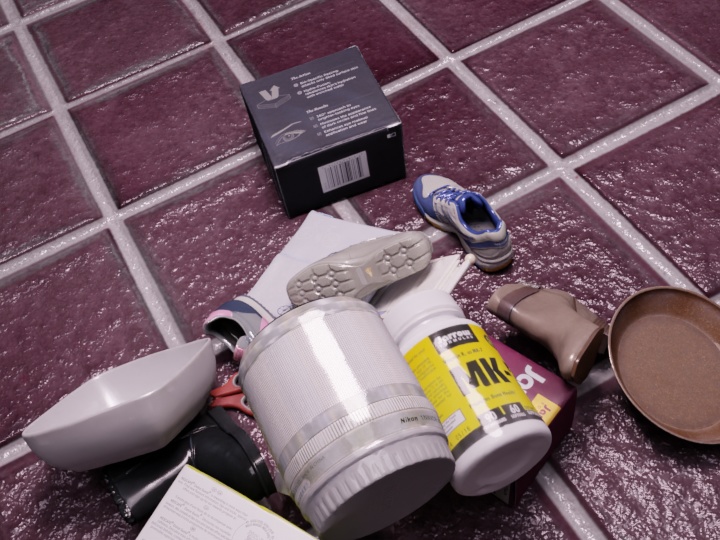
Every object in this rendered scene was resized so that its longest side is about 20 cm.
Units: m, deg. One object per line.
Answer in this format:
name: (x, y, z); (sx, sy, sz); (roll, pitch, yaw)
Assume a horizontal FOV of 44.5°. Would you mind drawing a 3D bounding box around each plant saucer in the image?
plant saucer: (0.380, 0.114, 1.042); (0.200, 0.037, 0.201); (6, 59, -10)

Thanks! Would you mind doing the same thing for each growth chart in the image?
growth chart: (0.062, 0.032, 1.121); (0.145, 0.018, 0.200); (-50, 18, -21)

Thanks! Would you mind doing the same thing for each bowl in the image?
bowl: (-0.273, 0.165, 1.045); (0.199, 0.075, 0.200); (-18, 11, 16)

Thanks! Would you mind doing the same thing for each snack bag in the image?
snack bag: (-0.046, -0.001, 1.214); (0.188, 0.021, 0.200); (15, 55, 34)

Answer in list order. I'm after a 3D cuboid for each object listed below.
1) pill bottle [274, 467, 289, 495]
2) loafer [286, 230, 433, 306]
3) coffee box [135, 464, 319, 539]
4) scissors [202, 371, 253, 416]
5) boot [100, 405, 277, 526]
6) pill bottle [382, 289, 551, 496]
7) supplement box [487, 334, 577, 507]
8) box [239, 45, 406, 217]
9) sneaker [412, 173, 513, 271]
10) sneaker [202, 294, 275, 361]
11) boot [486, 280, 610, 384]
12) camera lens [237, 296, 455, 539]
pill bottle: (-0.046, 0.157, 1.018); (0.110, 0.111, 0.201); (7, 85, 14)
loafer: (0.000, 0.000, 1.140); (0.199, 0.070, 0.070); (-17, 10, 15)
coffee box: (-0.114, 0.344, 0.855); (0.199, 0.200, 0.198); (22, 65, 24)
scissors: (-0.200, 0.165, 1.139); (0.199, 0.014, 0.073); (-8, 54, 4)
boot: (-0.201, 0.237, 1.010); (0.162, 0.074, 0.198); (-27, 26, -21)
pill bottle: (0.102, 0.123, 0.927); (0.114, 0.114, 0.200); (-24, 54, -10)
supplement box: (0.133, 0.156, 1.034); (0.200, 0.103, 0.131); (30, 62, 27)
box: (-0.057, -0.214, 1.341); (0.196, 0.118, 0.200); (-20, 53, -6)
sneaker: (0.144, -0.090, 1.233); (0.075, 0.088, 0.200); (-34, 54, -15)
sneaker: (-0.114, 0.108, 1.113); (0.200, 0.070, 0.082); (30, 34, 25)
boot: (0.220, 0.067, 1.060); (0.146, 0.070, 0.200); (26, 17, 22)
camera lens: (-0.018, 0.139, 0.859); (0.160, 0.160, 0.200); (-24, 59, -10)
